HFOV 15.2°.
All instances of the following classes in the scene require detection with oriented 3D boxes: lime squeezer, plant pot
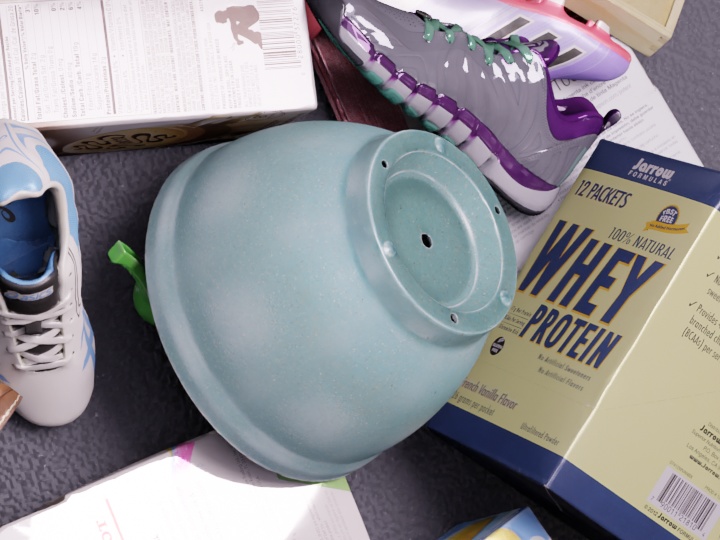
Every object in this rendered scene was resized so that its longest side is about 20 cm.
[{"bbox_3d":[-0.088,0.000,1.549,0.200,0.071,0.038,-3,41,-49],"label":"lime squeezer"},{"bbox_3d":[0.000,0.000,1.483,0.200,0.134,0.201,27,51,-38],"label":"plant pot"}]

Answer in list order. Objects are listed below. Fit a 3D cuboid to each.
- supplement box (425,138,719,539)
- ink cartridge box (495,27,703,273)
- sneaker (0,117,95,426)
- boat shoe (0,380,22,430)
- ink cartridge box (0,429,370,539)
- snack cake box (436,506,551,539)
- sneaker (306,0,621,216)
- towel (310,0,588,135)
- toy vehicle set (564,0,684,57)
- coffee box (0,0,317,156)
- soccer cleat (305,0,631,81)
[{"bbox_3d":[0.187,0.067,1.547,0.200,0.134,0.200,36,83,-31],"label":"supplement box"},{"bbox_3d":[0.127,-0.013,1.635,0.196,0.043,0.200,-32,93,-19],"label":"ink cartridge box"},{"bbox_3d":[-0.182,0.013,1.459,0.072,0.073,0.200,-9,129,-4],"label":"sneaker"},{"bbox_3d":[-0.246,0.148,1.465,0.074,0.076,0.200,39,79,-15],"label":"boat shoe"},{"bbox_3d":[-0.102,0.161,1.511,0.200,0.067,0.117,-21,88,-23],"label":"ink cartridge box"},{"bbox_3d":[0.019,0.220,1.520,0.200,0.115,0.067,-35,93,-22],"label":"snack cake box"},{"bbox_3d":[0.059,-0.121,1.544,0.200,0.074,0.088,39,99,-29],"label":"sneaker"},{"bbox_3d":[0.063,-0.141,1.647,0.200,0.023,0.144,-22,87,-23],"label":"towel"},{"bbox_3d":[0.162,-0.242,1.668,0.124,0.027,0.200,31,57,-12],"label":"toy vehicle set"},{"bbox_3d":[-0.139,-0.111,1.519,0.199,0.113,0.080,-6,86,-20],"label":"coffee box"},{"bbox_3d":[0.060,-0.141,1.596,0.199,0.067,0.077,20,93,-7],"label":"soccer cleat"}]
